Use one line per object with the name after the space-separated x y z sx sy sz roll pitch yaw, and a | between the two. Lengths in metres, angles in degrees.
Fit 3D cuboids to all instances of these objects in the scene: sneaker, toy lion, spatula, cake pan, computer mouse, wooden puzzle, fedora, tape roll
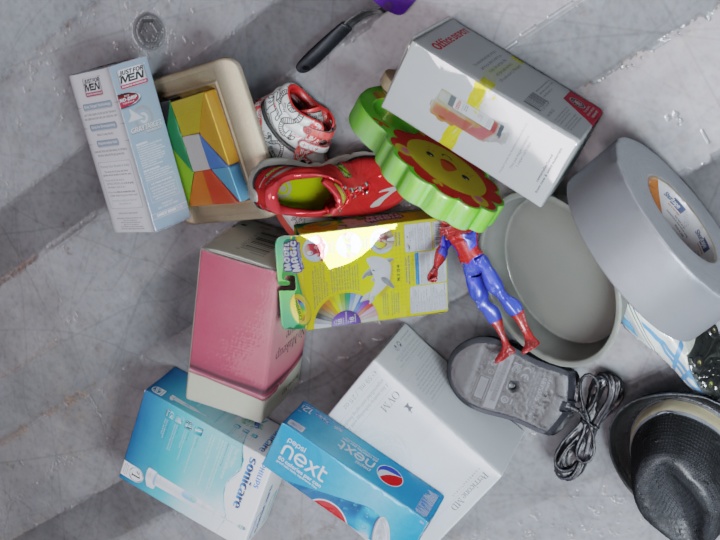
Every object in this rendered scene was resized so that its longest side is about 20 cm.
-0.061 -0.118 1.354 0.107 0.067 0.203 -31 92 32 | sneaker
0.069 -0.120 1.230 0.199 0.192 0.069 36 117 7 | toy lion
0.330 0.060 1.265 0.201 0.072 0.072 50 149 -6 | sneaker
-0.003 -0.278 1.295 0.199 0.056 0.021 -32 53 35 | spatula
0.212 0.005 1.259 0.199 0.036 0.203 30 132 39 | cake pan
0.193 0.142 1.349 0.197 0.053 0.140 27 103 5 | computer mouse
-0.027 -0.085 1.299 0.196 0.085 0.078 -7 110 -20 | sneaker
-0.184 -0.146 1.375 0.198 0.037 0.188 -3 108 50 | wooden puzzle
0.353 0.233 1.268 0.197 0.092 0.203 15 129 19 | fedora
0.296 -0.032 1.155 0.066 0.200 0.201 -39 91 28 | tape roll

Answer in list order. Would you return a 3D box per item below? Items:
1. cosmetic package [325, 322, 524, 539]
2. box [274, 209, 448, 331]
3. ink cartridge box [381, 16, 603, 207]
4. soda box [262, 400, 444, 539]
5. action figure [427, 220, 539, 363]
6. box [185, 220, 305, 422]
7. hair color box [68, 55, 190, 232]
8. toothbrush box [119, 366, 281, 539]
0.053 0.216 1.394 0.199 0.123 0.200 40 118 3 | cosmetic package
0.000 0.000 1.329 0.196 0.048 0.120 -7 108 -12 | box
0.140 -0.170 1.212 0.198 0.145 0.084 33 119 8 | ink cartridge box
-0.009 0.239 1.322 0.198 0.064 0.068 33 117 10 | soda box
0.117 0.009 1.267 0.065 0.098 0.203 -24 90 42 | action figure
-0.131 0.058 1.410 0.107 0.128 0.203 15 114 15 | box
-0.282 -0.151 1.419 0.098 0.060 0.204 1 111 47 | hair color box
-0.201 0.245 1.527 0.198 0.085 0.148 26 115 13 | toothbrush box
